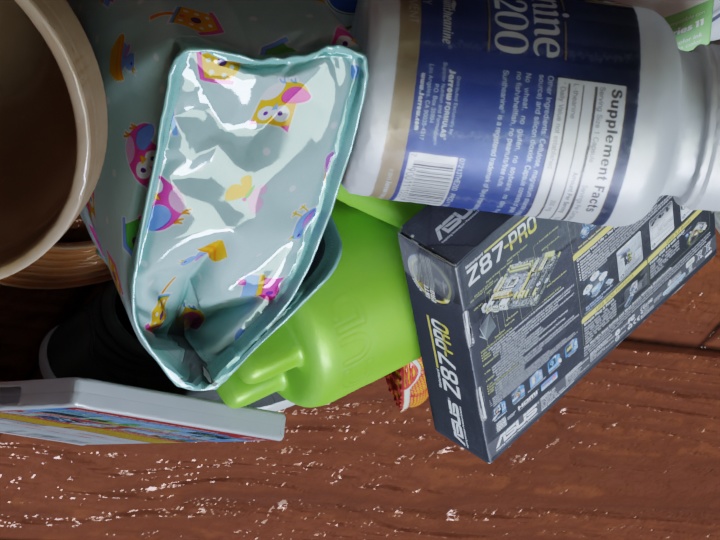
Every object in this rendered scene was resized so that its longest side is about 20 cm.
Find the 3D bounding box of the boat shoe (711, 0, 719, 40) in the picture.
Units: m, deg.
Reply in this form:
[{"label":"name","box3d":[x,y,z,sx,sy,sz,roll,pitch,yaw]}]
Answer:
[{"label":"boat shoe","box3d":[0.211,-0.212,1.486,0.066,0.072,0.200,7,132,-33]}]

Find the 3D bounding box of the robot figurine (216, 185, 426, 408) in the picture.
[{"label":"robot figurine","box3d":[0.000,0.000,1.517,0.200,0.116,0.175,-26,166,-21]}]

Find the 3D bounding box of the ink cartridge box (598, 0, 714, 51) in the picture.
[{"label":"ink cartridge box","box3d":[0.132,-0.209,1.395,0.067,0.117,0.200,-19,145,-12]}]

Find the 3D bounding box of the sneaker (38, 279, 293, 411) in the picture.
[{"label":"sneaker","box3d":[-0.078,0.038,1.599,0.200,0.071,0.099,-1,160,-26]}]

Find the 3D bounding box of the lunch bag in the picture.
[{"label":"lunch bag","box3d":[-0.085,-0.062,1.365,0.122,0.170,0.200,-4,123,-25]}]

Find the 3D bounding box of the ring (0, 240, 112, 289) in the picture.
[{"label":"ring","box3d":[-0.141,-0.062,1.496,0.200,0.019,0.201,-18,145,-13]}]

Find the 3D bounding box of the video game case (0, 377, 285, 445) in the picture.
[{"label":"video game case","box3d":[-0.159,0.081,1.559,0.143,0.017,0.200,13,169,-38]}]

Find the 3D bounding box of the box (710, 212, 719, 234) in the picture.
[{"label":"box","box3d":[0.238,-0.051,1.653,0.068,0.082,0.200,-34,164,7]}]

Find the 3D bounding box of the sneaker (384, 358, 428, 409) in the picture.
[{"label":"sneaker","box3d":[0.051,0.014,1.669,0.077,0.073,0.200,-8,141,-19]}]

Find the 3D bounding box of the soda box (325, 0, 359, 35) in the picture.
[{"label":"soda box","box3d":[-0.008,-0.151,1.422,0.064,0.068,0.200,-18,144,-12]}]

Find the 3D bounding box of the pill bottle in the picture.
[{"label":"pill bottle","box3d":[0.094,-0.081,1.366,0.200,0.111,0.111,7,138,-7]}]

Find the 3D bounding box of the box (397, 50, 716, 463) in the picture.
[{"label":"box","box3d":[0.112,-0.014,1.489,0.200,0.049,0.161,-41,144,-24]}]

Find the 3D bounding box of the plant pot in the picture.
[{"label":"plant pot","box3d":[-0.204,-0.099,1.308,0.201,0.093,0.201,10,124,15]}]

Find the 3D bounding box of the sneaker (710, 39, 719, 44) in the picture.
[{"label":"sneaker","box3d":[0.132,-0.121,1.554,0.200,0.076,0.081,8,142,-38]}]
